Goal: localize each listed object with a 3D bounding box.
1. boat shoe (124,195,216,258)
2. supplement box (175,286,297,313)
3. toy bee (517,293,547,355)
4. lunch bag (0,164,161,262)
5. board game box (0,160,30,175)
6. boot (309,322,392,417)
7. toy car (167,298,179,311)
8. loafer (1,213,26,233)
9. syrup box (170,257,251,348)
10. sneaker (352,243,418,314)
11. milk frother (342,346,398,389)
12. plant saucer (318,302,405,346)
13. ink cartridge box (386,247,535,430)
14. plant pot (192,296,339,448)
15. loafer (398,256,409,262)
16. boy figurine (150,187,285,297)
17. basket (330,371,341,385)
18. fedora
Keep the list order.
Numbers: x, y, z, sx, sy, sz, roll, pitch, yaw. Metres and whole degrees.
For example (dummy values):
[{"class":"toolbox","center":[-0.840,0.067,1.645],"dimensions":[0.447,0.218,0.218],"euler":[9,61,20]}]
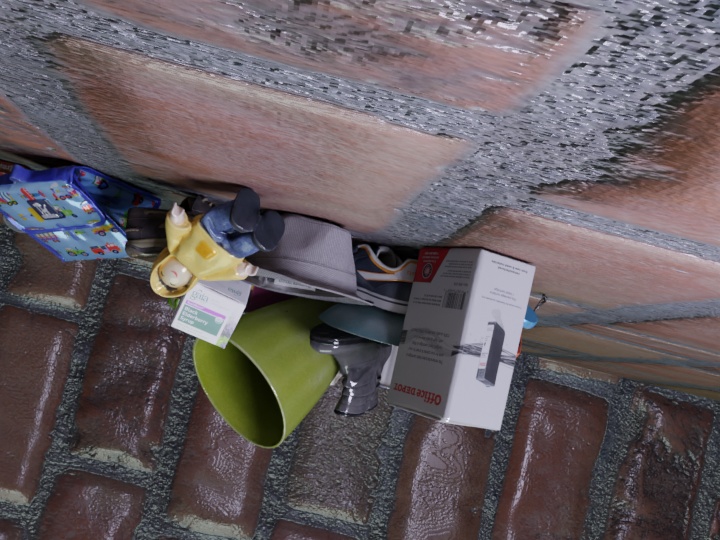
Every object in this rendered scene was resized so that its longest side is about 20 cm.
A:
[{"class":"boat shoe","center":[-0.206,-0.060,1.283],"dimensions":[0.199,0.074,0.074],"euler":[-8,-178,-40]},{"class":"supplement box","center":[-0.191,0.001,1.567],"dimensions":[0.199,0.132,0.103],"euler":[8,173,42]},{"class":"toy bee","center":[0.182,0.062,1.393],"dimensions":[0.109,0.131,0.200],"euler":[37,-172,3]},{"class":"lunch bag","center":[-0.388,-0.092,1.332],"dimensions":[0.150,0.095,0.200],"euler":[-3,158,25]},{"class":"board game box","center":[-0.529,-0.143,1.517],"dimensions":[0.102,0.020,0.200],"euler":[15,175,-2]},{"class":"boot","center":[-0.013,0.142,1.392],"dimensions":[0.070,0.132,0.200],"euler":[17,-174,31]},{"class":"toy car","center":[-0.439,0.030,2.804],"dimensions":[0.199,0.159,0.164],"euler":[-15,-172,-17]},{"class":"loafer","center":[-0.440,-0.103,1.504],"dimensions":[0.199,0.063,0.072],"euler":[-5,137,16]},{"class":"syrup box","center":[-0.191,0.010,1.367],"dimensions":[0.078,0.082,0.200],"euler":[24,-151,-11]},{"class":"sneaker","center":[0.000,0.000,1.359],"dimensions":[0.199,0.080,0.078],"euler":[15,-175,35]},{"class":"milk frother","center":[0.054,0.088,1.547],"dimensions":[0.180,0.189,0.200],"euler":[9,174,32]},{"class":"plant saucer","center":[0.044,0.069,1.370],"dimensions":[0.200,0.039,0.201],"euler":[14,-175,-1]},{"class":"ink cartridge box","center":[0.117,0.079,1.203],"dimensions":[0.083,0.201,0.144],"euler":[16,175,-26]},{"class":"plant pot","center":[-0.105,0.119,1.443],"dimensions":[0.187,0.188,0.200],"euler":[8,-145,45]},{"class":"loafer","center":[0.094,0.028,1.367],"dimensions":[0.199,0.070,0.070],"euler":[8,139,42]},{"class":"boy figurine","center":[-0.181,-0.029,1.163],"dimensions":[0.200,0.065,0.124],"euler":[-25,122,39]},{"class":"basket","center":[-0.063,0.085,1.658],"dimensions":[0.123,0.136,0.200],"euler":[6,-145,31]},{"class":"fedora","center":[-0.068,-0.017,1.258],"dimensions":[0.176,0.091,0.200],"euler":[16,172,-31]}]
